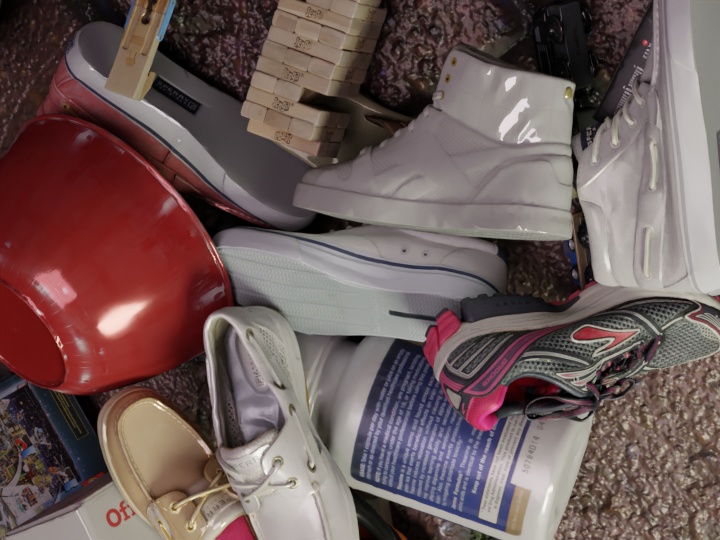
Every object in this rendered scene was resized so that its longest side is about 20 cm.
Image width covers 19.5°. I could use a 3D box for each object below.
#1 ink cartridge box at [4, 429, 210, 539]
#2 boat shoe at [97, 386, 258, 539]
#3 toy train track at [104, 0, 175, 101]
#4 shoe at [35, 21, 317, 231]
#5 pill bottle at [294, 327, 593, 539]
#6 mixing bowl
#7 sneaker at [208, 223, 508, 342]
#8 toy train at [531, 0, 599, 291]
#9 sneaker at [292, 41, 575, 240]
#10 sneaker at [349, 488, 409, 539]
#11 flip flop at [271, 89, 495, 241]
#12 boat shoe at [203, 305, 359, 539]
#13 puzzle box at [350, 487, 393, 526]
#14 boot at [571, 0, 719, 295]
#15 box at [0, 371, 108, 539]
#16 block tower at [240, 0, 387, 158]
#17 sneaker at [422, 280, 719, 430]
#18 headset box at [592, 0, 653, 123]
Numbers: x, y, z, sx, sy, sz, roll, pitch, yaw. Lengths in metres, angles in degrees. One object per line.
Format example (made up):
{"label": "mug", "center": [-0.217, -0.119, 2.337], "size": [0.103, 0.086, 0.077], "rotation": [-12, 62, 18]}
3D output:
{"label": "ink cartridge box", "center": [-0.132, 0.230, 1.434], "size": [0.084, 0.146, 0.200], "rotation": [-24, 93, 37]}
{"label": "boat shoe", "center": [-0.096, 0.160, 1.371], "size": [0.200, 0.074, 0.069], "rotation": [56, 157, -13]}
{"label": "toy train track", "center": [-0.116, -0.205, 1.352], "size": [0.114, 0.033, 0.200], "rotation": [19, 89, 21]}
{"label": "shoe", "center": [-0.124, -0.077, 1.406], "size": [0.200, 0.072, 0.091], "rotation": [36, 133, -3]}
{"label": "pill bottle", "center": [0.045, 0.101, 1.377], "size": [0.200, 0.111, 0.111], "rotation": [18, 112, 13]}
{"label": "mixing bowl", "center": [-0.192, 0.009, 1.382], "size": [0.200, 0.108, 0.200], "rotation": [30, 146, 23]}
{"label": "sneaker", "center": [0.000, 0.000, 1.360], "size": [0.200, 0.071, 0.073], "rotation": [12, 136, 11]}
{"label": "toy train", "center": [0.137, -0.072, 1.324], "size": [0.046, 0.034, 0.200], "rotation": [14, 118, 60]}
{"label": "sneaker", "center": [0.048, -0.081, 1.278], "size": [0.200, 0.074, 0.116], "rotation": [4, 88, 37]}
{"label": "sneaker", "center": [0.013, 0.206, 1.404], "size": [0.200, 0.090, 0.070], "rotation": [42, 92, -17]}
{"label": "flip flop", "center": [0.017, -0.073, 1.356], "size": [0.200, 0.058, 0.081], "rotation": [27, 114, 4]}
{"label": "boat shoe", "center": [-0.060, 0.118, 1.318], "size": [0.071, 0.069, 0.200], "rotation": [-26, 75, 23]}
{"label": "puzzle box", "center": [-0.030, 0.251, 1.499], "size": [0.133, 0.025, 0.201], "rotation": [-3, 106, 20]}
{"label": "boot", "center": [0.165, -0.083, 1.215], "size": [0.095, 0.074, 0.201], "rotation": [0, 101, 29]}
{"label": "box", "center": [-0.234, 0.179, 1.502], "size": [0.136, 0.038, 0.200], "rotation": [-30, 97, -11]}
{"label": "block tower", "center": [-0.014, -0.173, 1.311], "size": [0.058, 0.054, 0.200], "rotation": [21, 99, 19]}
{"label": "sneaker", "center": [0.140, 0.057, 1.305], "size": [0.200, 0.075, 0.081], "rotation": [-10, 139, -17]}
{"label": "headset box", "center": [0.251, -0.149, 1.242], "size": [0.148, 0.075, 0.200], "rotation": [28, 115, 9]}
